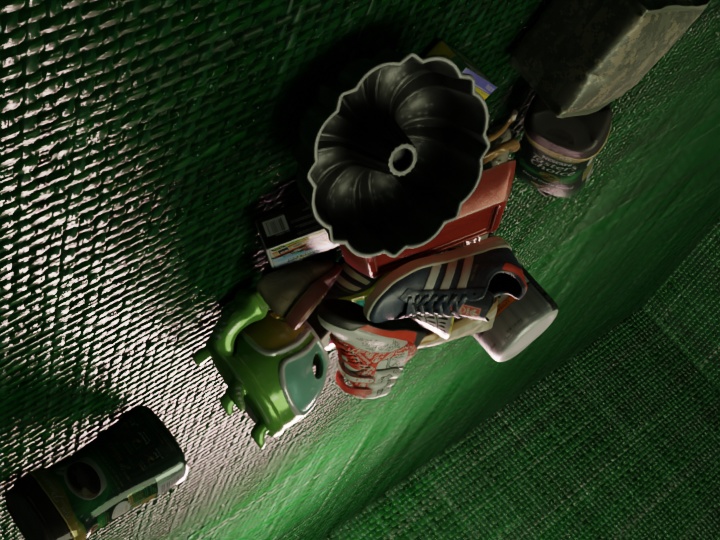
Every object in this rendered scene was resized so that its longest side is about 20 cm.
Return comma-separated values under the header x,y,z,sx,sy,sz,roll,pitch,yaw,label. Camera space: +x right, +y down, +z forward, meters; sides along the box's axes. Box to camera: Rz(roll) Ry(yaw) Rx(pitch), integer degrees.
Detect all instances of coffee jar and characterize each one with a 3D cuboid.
x,y,z,sx,sy,sz,roll,pitch,yaw,label
-0.310,0.252,1.369,0.200,0.104,0.085,-30,158,-29,coffee jar
0.256,-0.167,1.487,0.200,0.104,0.086,79,36,-75,coffee jar

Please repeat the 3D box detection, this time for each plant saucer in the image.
x,y,z,sx,sy,sz,roll,pitch,yaw,label
0.076,-0.047,1.267,0.199,0.037,0.200,-21,170,-1,plant saucer

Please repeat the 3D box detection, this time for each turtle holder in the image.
x,y,z,sx,sy,sz,roll,pitch,yaw,label
-0.119,0.103,1.394,0.132,0.186,0.141,-35,-165,-15,turtle holder

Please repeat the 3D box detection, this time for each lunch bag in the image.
x,y,z,sx,sy,sz,roll,pitch,yaw,label
0.294,-0.275,1.330,0.200,0.118,0.164,-15,151,-47,lunch bag

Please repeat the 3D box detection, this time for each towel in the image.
x,y,z,sx,sy,sz,roll,pitch,yaw,label
0.165,-0.098,1.551,0.200,0.034,0.133,83,25,-69,towel

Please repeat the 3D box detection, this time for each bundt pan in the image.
x,y,z,sx,sy,sz,roll,pitch,yaw,label
0.021,-0.118,1.099,0.201,0.076,0.203,-17,124,-26,bundt pan

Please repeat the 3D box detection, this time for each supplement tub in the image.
x,y,z,sx,sy,sz,roll,pitch,yaw,label
0.182,0.024,1.698,0.122,0.200,0.123,-37,163,-14,supplement tub

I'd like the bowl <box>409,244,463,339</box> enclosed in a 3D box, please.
x,y,z,sx,sy,sz,roll,pitch,yaw,label
0.076,-0.017,1.493,0.094,0.201,0.201,6,156,-1,bowl

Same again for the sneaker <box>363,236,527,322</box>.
x,y,z,sx,sy,sz,roll,pitch,yaw,label
0.103,0.029,1.335,0.199,0.085,0.075,-22,151,-18,sneaker

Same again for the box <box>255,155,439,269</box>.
x,y,z,sx,sy,sz,roll,pitch,yaw,label
-0.008,-0.060,1.225,0.199,0.035,0.110,-21,170,-4,box

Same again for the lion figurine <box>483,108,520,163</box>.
x,y,z,sx,sy,sz,roll,pitch,yaw,label
0.086,-0.116,1.325,0.122,0.073,0.200,-20,163,-39,lion figurine

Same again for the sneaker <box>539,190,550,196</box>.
x,y,z,sx,sy,sz,roll,pitch,yaw,label
0.295,-0.159,1.707,0.078,0.070,0.200,-47,165,-2,sneaker

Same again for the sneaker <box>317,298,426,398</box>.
x,y,z,sx,sy,sz,roll,pitch,yaw,label
-0.003,0.100,1.394,0.201,0.067,0.108,14,110,-57,sneaker

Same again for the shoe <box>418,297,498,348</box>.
x,y,z,sx,sy,sz,roll,pitch,yaw,label
0.101,0.080,1.584,0.199,0.070,0.054,-17,131,-20,shoe

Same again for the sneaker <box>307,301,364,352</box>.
x,y,z,sx,sy,sz,roll,pitch,yaw,label
-0.060,0.095,1.567,0.200,0.084,0.121,-45,153,11,sneaker

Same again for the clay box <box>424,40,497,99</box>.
x,y,z,sx,sy,sz,roll,pitch,yaw,label
0.046,-0.147,1.233,0.200,0.048,0.115,-46,163,16,clay box

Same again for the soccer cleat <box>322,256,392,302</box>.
x,y,z,sx,sy,sz,roll,pitch,yaw,label
0.000,0.000,1.439,0.199,0.081,0.067,-16,170,36,soccer cleat

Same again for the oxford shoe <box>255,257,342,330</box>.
x,y,z,sx,sy,sz,roll,pitch,yaw,label
-0.071,0.006,1.342,0.071,0.075,0.200,-52,-178,10,oxford shoe
